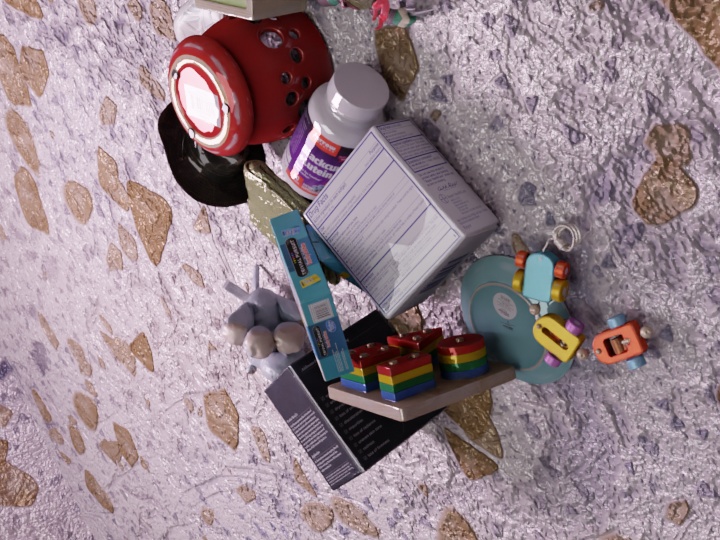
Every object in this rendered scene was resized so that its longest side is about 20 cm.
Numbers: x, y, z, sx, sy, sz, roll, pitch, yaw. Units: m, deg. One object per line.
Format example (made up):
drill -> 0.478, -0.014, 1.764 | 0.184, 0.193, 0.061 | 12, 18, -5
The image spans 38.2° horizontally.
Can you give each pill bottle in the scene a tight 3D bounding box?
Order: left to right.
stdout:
pill bottle -> -0.033, -0.197, 1.470 | 0.112, 0.111, 0.200 | 50, 143, 13

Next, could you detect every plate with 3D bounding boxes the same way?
plate -> 0.210, 0.074, 1.446 | 0.200, 0.026, 0.201 | 30, 136, 35

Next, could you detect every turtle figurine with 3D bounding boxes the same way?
turtle figurine -> 0.005, -0.377, 1.320 | 0.200, 0.100, 0.151 | 21, 130, 48

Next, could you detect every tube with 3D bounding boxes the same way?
tube -> 0.000, 0.000, 1.505 | 0.050, 0.200, 0.078 | -46, 41, 14

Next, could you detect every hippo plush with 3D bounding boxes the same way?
hippo plush -> -0.173, 0.127, 1.824 | 0.200, 0.159, 0.162 | 32, 136, 31

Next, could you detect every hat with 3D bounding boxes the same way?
hat -> -0.214, -0.204, 1.625 | 0.081, 0.200, 0.201 | -31, 90, 49

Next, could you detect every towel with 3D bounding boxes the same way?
towel -> -0.104, -0.071, 1.585 | 0.200, 0.036, 0.149 | 39, 151, 26

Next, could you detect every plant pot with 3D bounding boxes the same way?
plant pot -> -0.167, -0.279, 1.519 | 0.200, 0.182, 0.201 | 27, 131, 36

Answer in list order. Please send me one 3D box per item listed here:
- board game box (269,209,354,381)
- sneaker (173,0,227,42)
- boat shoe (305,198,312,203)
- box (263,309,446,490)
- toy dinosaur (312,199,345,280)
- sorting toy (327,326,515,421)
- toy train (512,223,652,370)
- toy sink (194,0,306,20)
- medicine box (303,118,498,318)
board game box -> -0.070, 0.033, 1.468 | 0.200, 0.047, 0.152 | -115, 8, -50
sneaker -> -0.229, -0.395, 1.602 | 0.080, 0.070, 0.200 | 53, 143, 5
boat shoe -> -0.092, -0.097, 1.649 | 0.072, 0.064, 0.200 | 58, 144, 1
box -> -0.008, 0.203, 1.646 | 0.197, 0.200, 0.124 | 55, 144, 6
toy dinosaur -> -0.015, -0.039, 1.606 | 0.200, 0.061, 0.106 | 42, 141, -12
sorting toy -> 0.081, 0.136, 1.479 | 0.200, 0.198, 0.070 | 5, 108, 58
toy train -> 0.282, 0.042, 1.320 | 0.150, 0.056, 0.201 | -32, 82, 36
toy sink -> -0.157, -0.456, 1.417 | 0.130, 0.112, 0.201 | 23, 123, 38
medicine box -> 0.053, -0.073, 1.425 | 0.200, 0.103, 0.182 | 51, 125, 13
